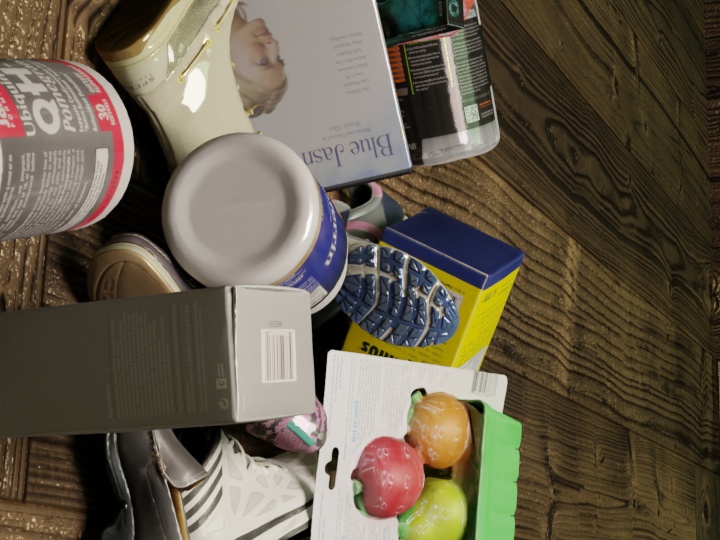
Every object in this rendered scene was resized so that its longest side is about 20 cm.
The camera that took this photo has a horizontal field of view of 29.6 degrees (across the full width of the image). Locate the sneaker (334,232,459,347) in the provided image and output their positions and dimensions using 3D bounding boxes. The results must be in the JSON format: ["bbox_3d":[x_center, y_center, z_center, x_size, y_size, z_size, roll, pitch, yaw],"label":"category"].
[{"bbox_3d":[0.000,0.000,1.185,0.077,0.199,0.085,-65,168,12],"label":"sneaker"}]

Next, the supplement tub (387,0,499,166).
[{"bbox_3d":[0.073,-0.219,1.444,0.122,0.122,0.201,-36,118,-61],"label":"supplement tub"}]

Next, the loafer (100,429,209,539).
[{"bbox_3d":[-0.142,0.143,0.964,0.073,0.072,0.201,23,66,-85],"label":"loafer"}]

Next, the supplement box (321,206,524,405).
[{"bbox_3d":[0.056,0.059,1.275,0.109,0.109,0.201,-26,139,-63],"label":"supplement box"}]

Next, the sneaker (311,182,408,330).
[{"bbox_3d":[-0.022,-0.018,1.293,0.082,0.070,0.200,50,38,-9],"label":"sneaker"}]

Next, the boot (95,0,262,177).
[{"bbox_3d":[-0.120,-0.167,1.090,0.200,0.072,0.155,-60,137,-42],"label":"boot"}]

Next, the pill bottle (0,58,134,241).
[{"bbox_3d":[-0.230,-0.068,0.794,0.200,0.110,0.111,-18,101,-64],"label":"pill bottle"}]

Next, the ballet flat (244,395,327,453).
[{"bbox_3d":[-0.060,0.108,1.077,0.071,0.069,0.200,47,-3,-11],"label":"ballet flat"}]

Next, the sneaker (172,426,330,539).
[{"bbox_3d":[-0.089,0.157,1.086,0.200,0.075,0.116,-35,118,-59],"label":"sneaker"}]

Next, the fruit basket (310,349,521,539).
[{"bbox_3d":[0.041,0.171,1.160,0.199,0.094,0.186,9,81,-31],"label":"fruit basket"}]

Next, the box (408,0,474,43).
[{"bbox_3d":[0.037,-0.331,1.325,0.103,0.094,0.201,122,-45,-70],"label":"box"}]

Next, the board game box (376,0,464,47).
[{"bbox_3d":[0.030,-0.304,1.223,0.028,0.135,0.201,2,84,-47],"label":"board game box"}]

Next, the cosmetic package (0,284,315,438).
[{"bbox_3d":[-0.139,0.059,0.862,0.107,0.199,0.091,4,83,-67],"label":"cosmetic package"}]

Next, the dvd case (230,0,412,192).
[{"bbox_3d":[-0.044,-0.164,1.172,0.018,0.142,0.201,-95,172,-73],"label":"dvd case"}]

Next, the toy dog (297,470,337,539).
[{"bbox_3d":[0.017,0.260,1.263,0.200,0.096,0.133,31,58,-59],"label":"toy dog"}]

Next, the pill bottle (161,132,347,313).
[{"bbox_3d":[-0.072,-0.025,1.049,0.200,0.115,0.116,52,37,-76],"label":"pill bottle"}]

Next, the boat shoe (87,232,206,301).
[{"bbox_3d":[-0.141,0.033,1.015,0.200,0.072,0.065,62,29,-46],"label":"boat shoe"}]
